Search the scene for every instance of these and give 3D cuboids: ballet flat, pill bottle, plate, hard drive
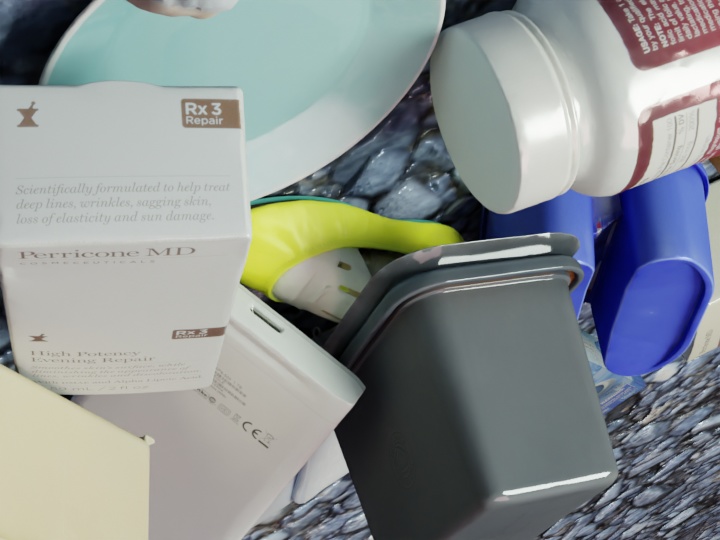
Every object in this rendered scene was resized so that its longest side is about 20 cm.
[{"bbox_3d":[0.000,0.000,0.809,0.200,0.067,0.067,4,140,-47],"label":"ballet flat"},{"bbox_3d":[0.144,-0.104,0.712,0.199,0.114,0.114,-19,152,-16],"label":"pill bottle"},{"bbox_3d":[-0.055,-0.096,0.637,0.200,0.026,0.200,-22,152,-13],"label":"plate"},{"bbox_3d":[-0.098,0.088,0.813,0.200,0.132,0.027,-52,180,39],"label":"hard drive"}]

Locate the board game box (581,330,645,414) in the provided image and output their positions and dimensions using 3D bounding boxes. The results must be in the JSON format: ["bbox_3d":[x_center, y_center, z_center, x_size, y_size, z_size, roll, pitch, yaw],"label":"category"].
[{"bbox_3d":[0.113,0.120,1.152,0.200,0.043,0.199,-38,151,18],"label":"board game box"}]

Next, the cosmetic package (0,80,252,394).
[{"bbox_3d":[-0.108,-0.006,0.625,0.101,0.074,0.200,-2,160,-10],"label":"cosmetic package"}]

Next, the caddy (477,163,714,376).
[{"bbox_3d":[0.148,-0.011,0.893,0.141,0.105,0.200,-2,151,-2],"label":"caddy"}]

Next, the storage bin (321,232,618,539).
[{"bbox_3d":[0.066,0.086,0.791,0.145,0.135,0.200,-7,157,-24],"label":"storage bin"}]

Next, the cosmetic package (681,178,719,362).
[{"bbox_3d":[0.309,-0.026,1.033,0.200,0.087,0.103,-26,154,-5],"label":"cosmetic package"}]

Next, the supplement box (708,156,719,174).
[{"bbox_3d":[0.300,-0.109,0.905,0.200,0.069,0.067,-9,147,-37],"label":"supplement box"}]

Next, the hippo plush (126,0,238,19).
[{"bbox_3d":[-0.029,-0.193,0.409,0.161,0.159,0.200,-46,-175,-40],"label":"hippo plush"}]

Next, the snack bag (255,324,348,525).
[{"bbox_3d":[-0.031,0.101,0.930,0.200,0.021,0.189,-28,148,-35],"label":"snack bag"}]

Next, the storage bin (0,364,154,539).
[{"bbox_3d":[-0.231,0.114,0.696,0.198,0.094,0.200,-8,158,16],"label":"storage bin"}]
